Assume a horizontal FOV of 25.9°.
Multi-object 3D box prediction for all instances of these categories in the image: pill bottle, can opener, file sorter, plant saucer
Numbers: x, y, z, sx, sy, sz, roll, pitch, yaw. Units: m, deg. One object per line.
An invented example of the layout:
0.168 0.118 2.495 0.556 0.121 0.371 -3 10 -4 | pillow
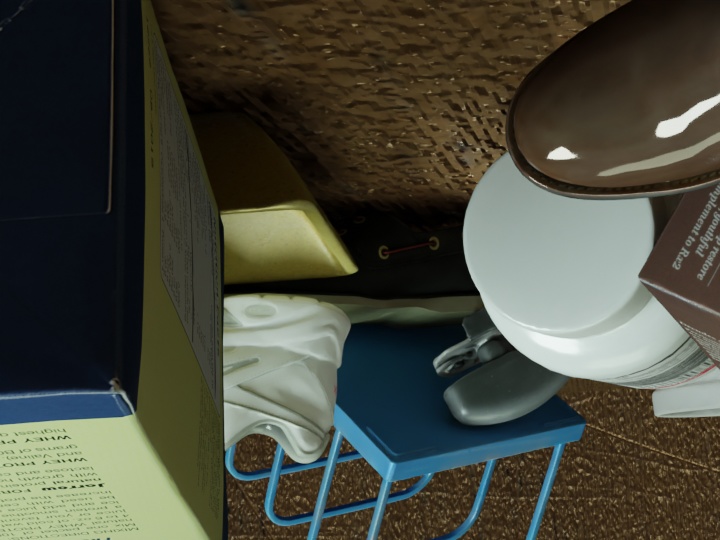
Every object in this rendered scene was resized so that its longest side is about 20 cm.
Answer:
0.116 -0.004 0.718 0.110 0.112 0.200 -7 171 21 | pill bottle
0.130 0.019 0.851 0.199 0.067 0.053 -29 164 -2 | can opener
0.004 0.093 0.923 0.138 0.124 0.200 -6 -147 -36 | file sorter
-0.108 -0.027 0.691 0.198 0.049 0.200 -3 172 5 | plant saucer

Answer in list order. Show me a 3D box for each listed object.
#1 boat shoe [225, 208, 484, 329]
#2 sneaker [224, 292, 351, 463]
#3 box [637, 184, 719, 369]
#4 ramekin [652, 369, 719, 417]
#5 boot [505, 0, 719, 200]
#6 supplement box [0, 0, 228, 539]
-0.002 0.001 0.865 0.200 0.064 0.073 -2 171 -35 | boat shoe
-0.101 0.059 0.751 0.198 0.100 0.078 2 167 -10 | sneaker
0.197 0.009 0.660 0.075 0.101 0.200 28 174 33 | box
0.341 0.063 1.308 0.198 0.106 0.200 -4 172 -1 | ramekin
0.098 -0.074 0.383 0.185 0.065 0.200 -20 170 18 | boot
-0.149 0.012 0.481 0.198 0.135 0.200 -3 157 2 | supplement box
